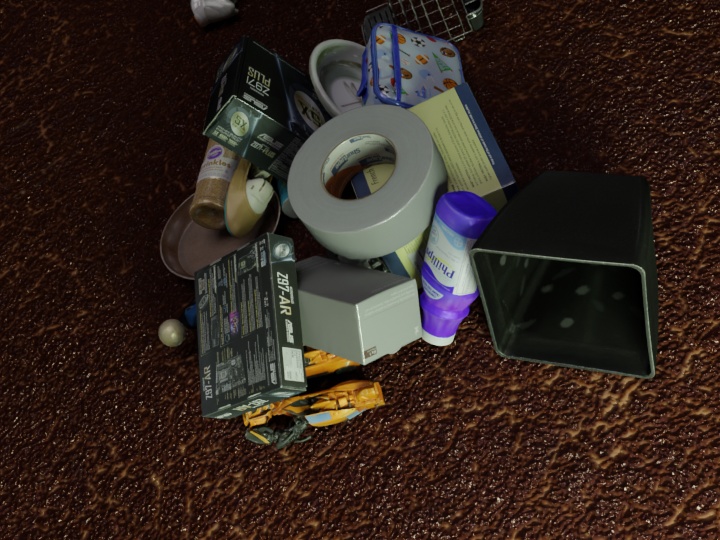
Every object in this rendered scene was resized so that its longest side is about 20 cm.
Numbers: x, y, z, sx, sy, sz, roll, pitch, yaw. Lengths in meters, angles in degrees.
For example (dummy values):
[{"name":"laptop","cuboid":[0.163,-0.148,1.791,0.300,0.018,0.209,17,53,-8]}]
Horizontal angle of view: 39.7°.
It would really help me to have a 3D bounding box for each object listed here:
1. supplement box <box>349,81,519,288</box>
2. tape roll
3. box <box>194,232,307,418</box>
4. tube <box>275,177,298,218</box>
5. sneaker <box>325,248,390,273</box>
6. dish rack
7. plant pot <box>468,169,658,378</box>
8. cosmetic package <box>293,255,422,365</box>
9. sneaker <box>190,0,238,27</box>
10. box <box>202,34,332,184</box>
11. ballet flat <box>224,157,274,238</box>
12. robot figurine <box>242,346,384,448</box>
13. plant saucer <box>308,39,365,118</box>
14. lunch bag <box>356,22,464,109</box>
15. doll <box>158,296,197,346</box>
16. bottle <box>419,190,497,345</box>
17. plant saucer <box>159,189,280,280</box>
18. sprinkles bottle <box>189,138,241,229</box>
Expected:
[{"name":"supplement box","cuboid":[0.102,-0.112,1.368,0.199,0.134,0.200,-24,52,7]},{"name":"tape roll","cuboid":[0.009,-0.116,1.284,0.200,0.066,0.201,-12,55,18]},{"name":"box","cuboid":[-0.143,0.073,1.263,0.160,0.043,0.201,-26,63,40]},{"name":"tube","cuboid":[-0.108,-0.169,1.556,0.077,0.050,0.200,-16,49,4]},{"name":"sneaker","cuboid":[0.000,0.000,1.384,0.066,0.091,0.201,-27,78,-2]},{"name":"dish rack","cuboid":[0.095,-0.417,1.620,0.199,0.055,0.154,-22,52,9]},{"name":"plant pot","cuboid":[0.268,-0.011,1.206,0.199,0.200,0.178,7,51,27]},{"name":"cosmetic package","cuboid":[-0.027,0.047,1.271,0.107,0.091,0.200,-23,21,-39]},{"name":"sneaker","cuboid":[-0.253,-0.537,1.844,0.092,0.076,0.201,-4,65,12]},{"name":"box","cuboid":[-0.119,-0.226,1.471,0.086,0.200,0.164,-42,30,34]},{"name":"ballet flat","cuboid":[-0.155,-0.138,1.489,0.063,0.069,0.201,-14,50,27]},{"name":"robot figurine","cuboid":[-0.076,0.149,1.305,0.199,0.058,0.145,-15,69,3]},{"name":"plant saucer","cuboid":[0.000,-0.258,1.502,0.050,0.200,0.201,-45,42,39]},{"name":"lunch bag","cuboid":[0.073,-0.276,1.476,0.160,0.076,0.200,14,46,-17]},{"name":"doll","cuboid":[-0.201,0.042,1.420,0.200,0.136,0.049,-32,91,-6]},{"name":"bottle","cuboid":[0.116,0.002,1.257,0.065,0.201,0.084,-10,38,-31]},{"name":"plant saucer","cuboid":[-0.209,-0.058,1.521,0.200,0.035,0.201,-12,50,15]},{"name":"sprinkles bottle","cuboid":[-0.211,-0.158,1.536,0.068,0.068,0.201,-8,51,19]}]
